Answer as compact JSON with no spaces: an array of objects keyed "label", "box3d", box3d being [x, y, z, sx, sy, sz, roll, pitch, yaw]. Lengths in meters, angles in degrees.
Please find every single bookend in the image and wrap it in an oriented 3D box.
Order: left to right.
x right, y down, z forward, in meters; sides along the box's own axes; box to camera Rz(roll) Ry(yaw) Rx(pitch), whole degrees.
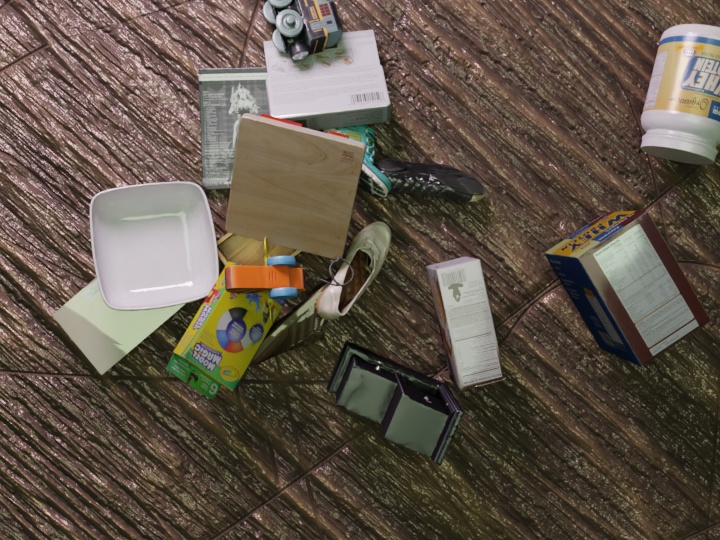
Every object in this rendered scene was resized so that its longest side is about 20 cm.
[{"label":"bookend","box3d":[0.050,0.211,1.432,0.197,0.199,0.093,24,94,-3]}]

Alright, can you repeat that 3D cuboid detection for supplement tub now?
[{"label":"supplement tub","box3d":[0.551,-0.290,1.458,0.142,0.145,0.204,13,92,-3]}]

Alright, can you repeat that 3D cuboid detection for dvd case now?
[{"label":"dvd case","box3d":[-0.199,-0.241,1.488,0.146,0.016,0.204,-2,93,-2]}]

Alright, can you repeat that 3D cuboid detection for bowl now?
[{"label":"bowl","box3d":[-0.339,-0.036,1.441,0.196,0.075,0.204,-8,84,-18]}]

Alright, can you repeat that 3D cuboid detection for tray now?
[{"label":"tray","box3d":[-0.144,-0.062,1.491,0.199,0.037,0.099,-36,94,0]}]

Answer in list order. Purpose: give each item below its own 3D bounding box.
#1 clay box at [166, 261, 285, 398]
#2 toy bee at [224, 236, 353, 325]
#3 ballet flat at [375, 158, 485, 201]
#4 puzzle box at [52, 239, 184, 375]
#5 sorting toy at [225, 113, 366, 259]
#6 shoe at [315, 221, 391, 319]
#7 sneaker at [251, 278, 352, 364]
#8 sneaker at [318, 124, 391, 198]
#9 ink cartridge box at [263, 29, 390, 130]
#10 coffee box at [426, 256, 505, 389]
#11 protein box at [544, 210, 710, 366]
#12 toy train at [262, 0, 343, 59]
[{"label":"clay box","box3d":[-0.218,0.102,1.426,0.115,0.047,0.202,40,71,-36]},{"label":"toy bee","box3d":[-0.128,0.025,1.408,0.197,0.109,0.133,21,73,-16]},{"label":"ballet flat","box3d":[0.115,-0.148,1.498,0.196,0.067,0.057,10,132,-2]},{"label":"puzzle box","box3d":[-0.404,0.062,1.490,0.199,0.025,0.134,-39,94,0]},{"label":"sorting toy","box3d":[-0.102,-0.141,1.403,0.197,0.070,0.201,14,120,1]},{"label":"shoe","box3d":[0.000,0.000,1.464,0.070,0.053,0.201,41,67,-19]},{"label":"sneaker","box3d":[-0.100,0.104,1.485,0.199,0.070,0.076,-41,99,1]},{"label":"sneaker","box3d":[-0.007,-0.209,1.453,0.079,0.078,0.201,-33,73,-11]},{"label":"ink cartridge box","box3d":[-0.060,-0.315,1.460,0.196,0.044,0.176,-7,57,-4]},{"label":"coffee box","box3d":[0.175,0.085,1.475,0.078,0.114,0.204,-13,95,-2]},{"label":"protein box","box3d":[0.431,0.023,1.441,0.134,0.199,0.202,-32,94,-1]},{"label":"toy train","box3d":[-0.104,-0.448,1.446,0.112,0.085,0.203,-16,81,-15]}]
